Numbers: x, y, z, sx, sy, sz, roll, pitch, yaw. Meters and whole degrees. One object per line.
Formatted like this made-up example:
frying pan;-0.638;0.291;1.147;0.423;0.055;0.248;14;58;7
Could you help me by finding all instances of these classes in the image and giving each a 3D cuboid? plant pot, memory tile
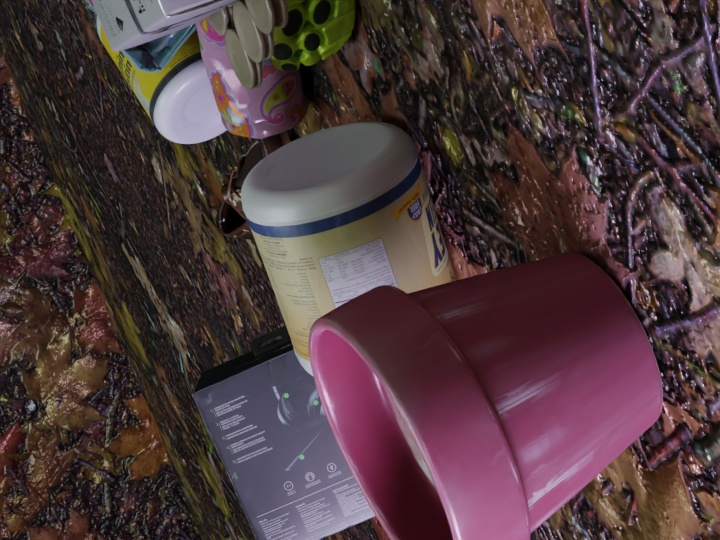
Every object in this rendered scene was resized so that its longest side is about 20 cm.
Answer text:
plant pot;0.088;0.083;1.040;0.201;0.178;0.201;55;161;29
memory tile;-0.112;-0.248;1.223;0.201;0.017;0.153;64;162;12

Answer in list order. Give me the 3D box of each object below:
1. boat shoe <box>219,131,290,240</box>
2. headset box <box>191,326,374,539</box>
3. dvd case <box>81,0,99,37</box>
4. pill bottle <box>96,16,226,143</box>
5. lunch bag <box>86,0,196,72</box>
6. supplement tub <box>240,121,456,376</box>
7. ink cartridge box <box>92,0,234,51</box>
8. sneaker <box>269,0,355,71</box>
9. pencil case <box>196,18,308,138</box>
boat shoe;-0.105;-0.077;1.603;0.200;0.070;0.071;110;150;-66
headset box;-0.054;0.156;1.589;0.093;0.173;0.201;-93;-21;-81
dvd case;-0.341;-0.382;2.007;0.144;0.017;0.200;64;164;0
pill bottle;-0.194;-0.230;1.592;0.201;0.111;0.112;55;162;29
lunch bag;-0.208;-0.302;1.464;0.171;0.121;0.201;49;141;41
supplement tub;0.000;0.000;1.262;0.144;0.144;0.201;34;146;61
ink cartridge box;-0.153;-0.251;1.172;0.147;0.084;0.200;69;163;-7
sneaker;-0.048;-0.237;1.212;0.201;0.073;0.084;87;166;-48
pencil case;-0.102;-0.215;1.385;0.087;0.087;0.201;42;152;53
